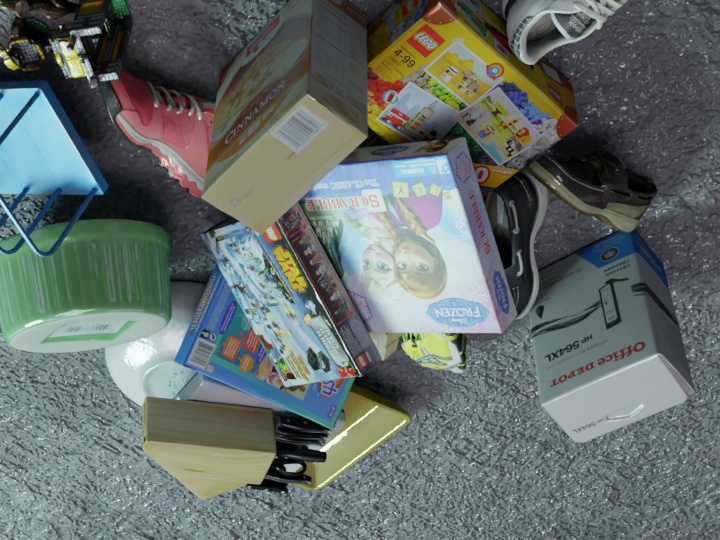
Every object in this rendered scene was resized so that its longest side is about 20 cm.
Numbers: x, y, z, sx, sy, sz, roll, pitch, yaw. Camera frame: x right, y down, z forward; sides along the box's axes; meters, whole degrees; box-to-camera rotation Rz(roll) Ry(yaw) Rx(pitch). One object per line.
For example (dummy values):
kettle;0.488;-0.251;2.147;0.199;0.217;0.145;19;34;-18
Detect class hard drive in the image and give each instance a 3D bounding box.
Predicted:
hard drive;-0.137;0.187;1.512;0.200;0.025;0.132;20;131;-30

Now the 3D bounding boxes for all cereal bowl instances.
cereal bowl;-0.213;0.111;1.505;0.200;0.083;0.200;1;132;1

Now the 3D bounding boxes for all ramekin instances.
ramekin;-0.299;0.022;1.350;0.200;0.098;0.200;-10;166;-2

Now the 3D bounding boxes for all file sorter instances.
file sorter;-0.388;-0.096;1.248;0.200;0.123;0.139;3;136;28

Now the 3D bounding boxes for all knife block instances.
knife block;-0.135;0.196;1.454;0.175;0.064;0.200;-22;137;13

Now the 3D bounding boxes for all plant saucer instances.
plant saucer;-0.072;0.190;1.584;0.200;0.048;0.200;26;128;-33

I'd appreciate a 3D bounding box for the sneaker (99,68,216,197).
sneaker;-0.188;-0.157;1.266;0.087;0.074;0.200;-32;142;11

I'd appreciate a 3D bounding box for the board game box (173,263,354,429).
board game box;-0.092;0.075;1.435;0.200;0.152;0.045;26;172;-21

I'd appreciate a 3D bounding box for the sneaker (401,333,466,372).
sneaker;0.084;0.079;1.437;0.076;0.075;0.200;1;160;5

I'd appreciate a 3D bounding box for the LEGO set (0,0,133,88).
LEGO set;-0.295;-0.249;1.150;0.154;0.116;0.200;-1;132;2

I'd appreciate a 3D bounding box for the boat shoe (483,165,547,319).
boat shoe;0.157;-0.022;1.377;0.060;0.076;0.200;-26;131;-31

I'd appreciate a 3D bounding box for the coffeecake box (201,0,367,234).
coffeecake box;-0.068;-0.158;1.177;0.073;0.200;0.154;33;124;-26

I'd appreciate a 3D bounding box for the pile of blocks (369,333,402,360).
pile of blocks;0.000;0.000;1.399;0.082;0.062;0.200;1;121;50

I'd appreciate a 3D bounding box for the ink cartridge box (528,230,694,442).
ink cartridge box;0.271;0.070;1.383;0.146;0.200;0.084;-28;127;23

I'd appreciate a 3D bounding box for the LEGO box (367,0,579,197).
LEGO box;0.093;-0.179;1.239;0.200;0.077;0.149;35;124;-28

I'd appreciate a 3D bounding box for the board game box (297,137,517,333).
board game box;0.040;-0.030;1.268;0.200;0.041;0.200;-2;118;36

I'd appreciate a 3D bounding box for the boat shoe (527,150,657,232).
boat shoe;0.246;-0.094;1.300;0.201;0.072;0.066;18;115;-50

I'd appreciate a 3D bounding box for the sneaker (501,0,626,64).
sneaker;0.224;-0.264;1.160;0.200;0.081;0.076;-34;122;26

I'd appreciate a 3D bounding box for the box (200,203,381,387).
box;-0.075;0.027;1.340;0.137;0.040;0.200;-13;109;49
